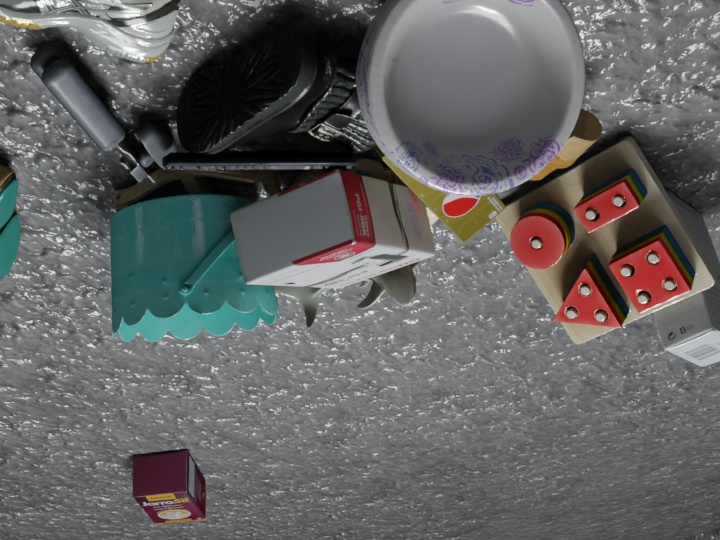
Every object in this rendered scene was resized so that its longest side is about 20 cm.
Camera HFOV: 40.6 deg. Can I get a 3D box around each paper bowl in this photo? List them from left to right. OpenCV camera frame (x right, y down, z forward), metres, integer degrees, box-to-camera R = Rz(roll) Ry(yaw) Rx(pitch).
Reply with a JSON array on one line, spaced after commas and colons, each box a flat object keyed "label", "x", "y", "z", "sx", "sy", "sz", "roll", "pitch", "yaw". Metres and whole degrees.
[{"label": "paper bowl", "x": 0.094, "y": -0.175, "z": 0.887, "sx": 0.198, "sy": 0.203, "sz": 0.104, "roll": -1, "pitch": -167, "yaw": -9}]

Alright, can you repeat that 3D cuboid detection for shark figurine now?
[{"label": "shark figurine", "x": -0.008, "y": -0.007, "z": 1.245, "sx": 0.213, "sy": 0.129, "sz": 0.090, "roll": -8, "pitch": 130, "yaw": 41}]

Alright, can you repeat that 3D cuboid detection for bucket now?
[{"label": "bucket", "x": -0.193, "y": 0.000, "z": 1.118, "sx": 0.205, "sy": 0.136, "sz": 0.207, "roll": -7, "pitch": 171, "yaw": -1}]

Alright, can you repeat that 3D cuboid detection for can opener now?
[{"label": "can opener", "x": -0.250, "y": -0.159, "z": 0.982, "sx": 0.067, "sy": 0.053, "sz": 0.200, "roll": -40, "pitch": 148, "yaw": -6}]

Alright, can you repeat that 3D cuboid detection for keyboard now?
[{"label": "keyboard", "x": -0.104, "y": -0.114, "z": 1.020, "sx": 0.197, "sy": 0.021, "sz": 0.127, "roll": 0, "pitch": -168, "yaw": -4}]

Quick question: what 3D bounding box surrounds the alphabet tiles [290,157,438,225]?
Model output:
[{"label": "alphabet tiles", "x": -0.003, "y": -0.074, "z": 1.195, "sx": 0.198, "sy": 0.015, "sz": 0.196, "roll": 12, "pitch": 145, "yaw": -29}]

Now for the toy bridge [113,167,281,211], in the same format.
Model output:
[{"label": "toy bridge", "x": -0.187, "y": -0.098, "z": 1.106, "sx": 0.198, "sy": 0.027, "sz": 0.067, "roll": -9, "pitch": 150, "yaw": 8}]

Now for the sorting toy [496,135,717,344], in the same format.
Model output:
[{"label": "sorting toy", "x": 0.282, "y": -0.020, "z": 1.161, "sx": 0.198, "sy": 0.201, "sz": 0.070, "roll": -30, "pitch": -173, "yaw": 36}]

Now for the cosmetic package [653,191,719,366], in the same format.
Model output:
[{"label": "cosmetic package", "x": 0.410, "y": 0.011, "z": 1.228, "sx": 0.074, "sy": 0.202, "sz": 0.101, "roll": -30, "pitch": 145, "yaw": 35}]

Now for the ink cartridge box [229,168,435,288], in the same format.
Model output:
[{"label": "ink cartridge box", "x": -0.025, "y": -0.039, "z": 1.081, "sx": 0.146, "sy": 0.084, "sz": 0.199, "roll": -19, "pitch": 168, "yaw": 28}]

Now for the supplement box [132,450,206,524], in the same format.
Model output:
[{"label": "supplement box", "x": -0.380, "y": 0.438, "z": 1.951, "sx": 0.109, "sy": 0.086, "sz": 0.201, "roll": -6, "pitch": 150, "yaw": 0}]

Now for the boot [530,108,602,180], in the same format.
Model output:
[{"label": "boot", "x": 0.142, "y": -0.152, "z": 1.037, "sx": 0.199, "sy": 0.072, "sz": 0.144, "roll": 21, "pitch": 159, "yaw": -16}]

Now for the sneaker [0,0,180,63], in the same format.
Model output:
[{"label": "sneaker", "x": -0.245, "y": -0.246, "z": 0.809, "sx": 0.198, "sy": 0.076, "sz": 0.088, "roll": 9, "pitch": 132, "yaw": -31}]

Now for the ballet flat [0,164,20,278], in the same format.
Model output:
[{"label": "ballet flat", "x": -0.424, "y": -0.063, "z": 1.107, "sx": 0.063, "sy": 0.069, "sz": 0.200, "roll": 28, "pitch": 142, "yaw": -2}]

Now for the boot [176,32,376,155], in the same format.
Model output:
[{"label": "boot", "x": -0.069, "y": -0.158, "z": 0.972, "sx": 0.210, "sy": 0.080, "sz": 0.157, "roll": -13, "pitch": 167, "yaw": 41}]

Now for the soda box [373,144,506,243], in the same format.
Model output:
[{"label": "soda box", "x": 0.082, "y": -0.112, "z": 1.068, "sx": 0.068, "sy": 0.064, "sz": 0.200, "roll": -40, "pitch": 140, "yaw": 9}]
